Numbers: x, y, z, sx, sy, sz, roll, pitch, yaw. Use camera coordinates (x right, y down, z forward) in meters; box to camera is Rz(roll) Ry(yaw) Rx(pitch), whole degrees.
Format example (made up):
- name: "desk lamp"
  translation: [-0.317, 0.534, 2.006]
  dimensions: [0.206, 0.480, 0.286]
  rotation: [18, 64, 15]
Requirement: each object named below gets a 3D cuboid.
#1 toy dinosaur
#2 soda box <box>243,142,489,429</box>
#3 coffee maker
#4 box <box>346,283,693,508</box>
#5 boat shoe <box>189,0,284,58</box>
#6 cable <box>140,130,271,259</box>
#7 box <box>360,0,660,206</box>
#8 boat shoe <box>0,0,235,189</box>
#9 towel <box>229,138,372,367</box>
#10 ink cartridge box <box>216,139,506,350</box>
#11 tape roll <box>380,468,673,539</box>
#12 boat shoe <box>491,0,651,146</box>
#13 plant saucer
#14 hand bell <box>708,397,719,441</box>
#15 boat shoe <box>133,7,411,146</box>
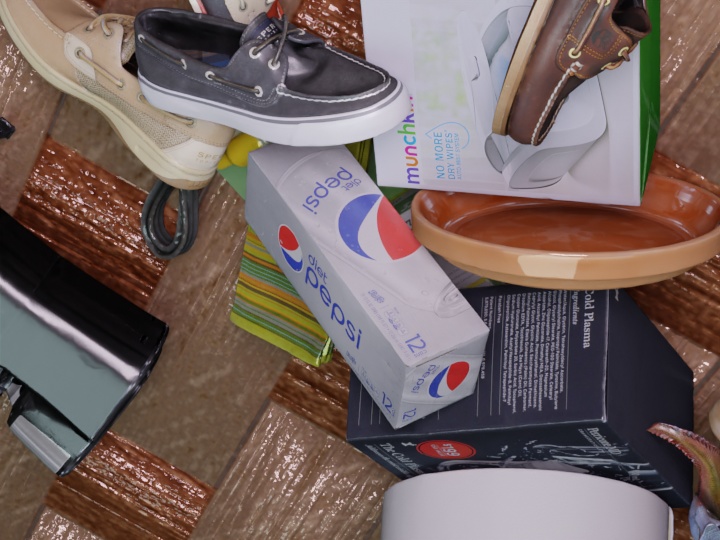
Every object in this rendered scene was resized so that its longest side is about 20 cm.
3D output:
- name: "toy dinosaur"
  translation: [0.273, 0.158, 1.339]
  dimensions: [0.104, 0.182, 0.201]
  rotation: [-17, 101, 11]
- name: "soda box"
  translation: [0.000, 0.000, 1.242]
  dimensions: [0.200, 0.063, 0.068]
  rotation: [53, 152, 31]
- name: "coffee maker"
  translation: [-0.247, 0.031, 1.449]
  dimensions: [0.200, 0.135, 0.192]
  rotation: [35, 129, -8]
- name: "box"
  translation: [0.114, 0.092, 1.321]
  dimensions: [0.181, 0.105, 0.200]
  rotation: [-8, 155, 25]
- name: "boat shoe"
  translation: [-0.082, -0.199, 1.256]
  dimensions: [0.062, 0.071, 0.200]
  rotation: [-22, 119, 19]
- name: "cable"
  translation: [-0.123, -0.083, 1.367]
  dimensions: [0.097, 0.050, 0.200]
  rotation: [48, 131, 4]
- name: "box"
  translation: [0.095, -0.154, 1.206]
  dimensions: [0.175, 0.097, 0.201]
  rotation: [6, 128, 14]
- name: "boat shoe"
  translation: [-0.162, -0.143, 1.311]
  dimensions: [0.200, 0.071, 0.065]
  rotation: [42, 123, 10]
- name: "towel"
  translation: [-0.043, -0.035, 1.356]
  dimensions: [0.086, 0.018, 0.201]
  rotation: [23, 118, 23]
- name: "ink cartridge box"
  translation: [-0.003, -0.027, 1.370]
  dimensions: [0.145, 0.048, 0.200]
  rotation: [-30, 113, 36]
- name: "tape roll"
  translation: [0.113, 0.193, 1.336]
  dimensions: [0.201, 0.071, 0.203]
  rotation: [3, 159, 1]
- name: "boat shoe"
  translation: [0.130, -0.148, 1.089]
  dimensions: [0.070, 0.070, 0.201]
  rotation: [23, 130, 6]
- name: "plant saucer"
  translation: [0.131, -0.027, 1.218]
  dimensions: [0.199, 0.200, 0.033]
  rotation: [6, 109, 16]
- name: "hand bell"
  translation: [0.307, 0.028, 1.281]
  dimensions: [0.104, 0.104, 0.201]
  rotation: [16, 118, 8]
- name: "boat shoe"
  translation: [-0.061, -0.129, 1.196]
  dimensions: [0.199, 0.070, 0.067]
  rotation: [16, 135, 35]
